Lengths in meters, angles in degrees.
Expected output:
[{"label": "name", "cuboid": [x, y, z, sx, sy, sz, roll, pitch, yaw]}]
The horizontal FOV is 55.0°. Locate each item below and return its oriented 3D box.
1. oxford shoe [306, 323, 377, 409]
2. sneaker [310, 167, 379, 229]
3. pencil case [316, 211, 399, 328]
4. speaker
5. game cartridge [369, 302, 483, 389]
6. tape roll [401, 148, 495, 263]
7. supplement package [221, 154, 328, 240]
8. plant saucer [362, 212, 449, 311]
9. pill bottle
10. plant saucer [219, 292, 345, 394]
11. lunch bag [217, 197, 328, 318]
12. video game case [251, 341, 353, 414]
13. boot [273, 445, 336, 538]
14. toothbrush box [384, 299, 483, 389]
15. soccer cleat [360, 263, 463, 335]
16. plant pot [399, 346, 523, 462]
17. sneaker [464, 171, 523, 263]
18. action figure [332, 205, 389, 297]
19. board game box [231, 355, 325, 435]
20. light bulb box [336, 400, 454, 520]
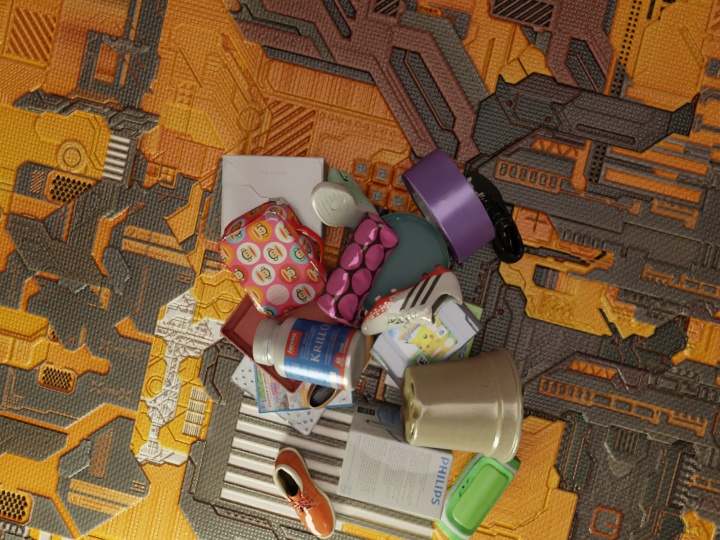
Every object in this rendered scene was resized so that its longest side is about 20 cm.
[{"label": "oxford shoe", "cuboid": [-0.033, 0.192, 1.346, 0.071, 0.071, 0.202, 36, 92, 2]}, {"label": "sneaker", "cuboid": [-0.051, -0.145, 1.286, 0.074, 0.199, 0.119, -42, 63, 15]}, {"label": "pencil case", "cuboid": [0.000, 0.000, 1.264, 0.092, 0.091, 0.203, 30, 88, -12]}, {"label": "speaker", "cuboid": [0.233, 0.439, 1.379, 0.088, 0.088, 0.202, 35, 94, 1]}, {"label": "game cartridge", "cuboid": [0.118, 0.123, 1.311, 0.200, 0.040, 0.134, -43, 84, 6]}, {"label": "tape roll", "cuboid": [0.164, -0.121, 1.299, 0.084, 0.200, 0.202, -34, 91, 2]}, {"label": "supplement package", "cuboid": [-0.165, -0.139, 1.360, 0.194, 0.111, 0.161, 2, 92, 3]}, {"label": "plant saucer", "cuboid": [0.073, -0.007, 1.301, 0.194, 0.027, 0.206, -4, 77, 18]}, {"label": "pill bottle", "cuboid": [-0.095, 0.149, 1.280, 0.194, 0.112, 0.116, 9, 93, 13]}, {"label": "plant saucer", "cuboid": [-0.145, 0.104, 1.372, 0.198, 0.037, 0.201, 37, 85, 10]}, {"label": "lunch bag", "cuboid": [-0.149, -0.025, 1.280, 0.173, 0.083, 0.202, -25, 114, 16]}, {"label": "video game case", "cuboid": [-0.116, 0.207, 1.394, 0.194, 0.018, 0.148, -6, 93, 3]}, {"label": "boot", "cuboid": [-0.116, 0.460, 1.387, 0.074, 0.107, 0.203, -31, 92, 2]}, {"label": "toothbrush box", "cuboid": [0.143, 0.143, 1.370, 0.142, 0.086, 0.205, 17, 92, 3]}, {"label": "soccer cleat", "cuboid": [0.091, 0.070, 1.228, 0.197, 0.069, 0.086, -31, 57, 5]}, {"label": "plant pot", "cuboid": [0.169, 0.238, 1.235, 0.178, 0.200, 0.207, 1, 93, -10]}, {"label": "sneaker", "cuboid": [0.264, -0.107, 1.351, 0.075, 0.091, 0.202, -34, 89, 5]}, {"label": "action figure", "cuboid": [0.024, -0.020, 1.369, 0.128, 0.069, 0.203, 27, 85, 16]}, {"label": "board game box", "cuboid": [-0.133, 0.196, 1.416, 0.198, 0.026, 0.202, 34, 94, 1]}, {"label": "light bulb box", "cuboid": [0.067, 0.357, 1.327, 0.194, 0.198, 0.128, 13, 96, 1]}]
